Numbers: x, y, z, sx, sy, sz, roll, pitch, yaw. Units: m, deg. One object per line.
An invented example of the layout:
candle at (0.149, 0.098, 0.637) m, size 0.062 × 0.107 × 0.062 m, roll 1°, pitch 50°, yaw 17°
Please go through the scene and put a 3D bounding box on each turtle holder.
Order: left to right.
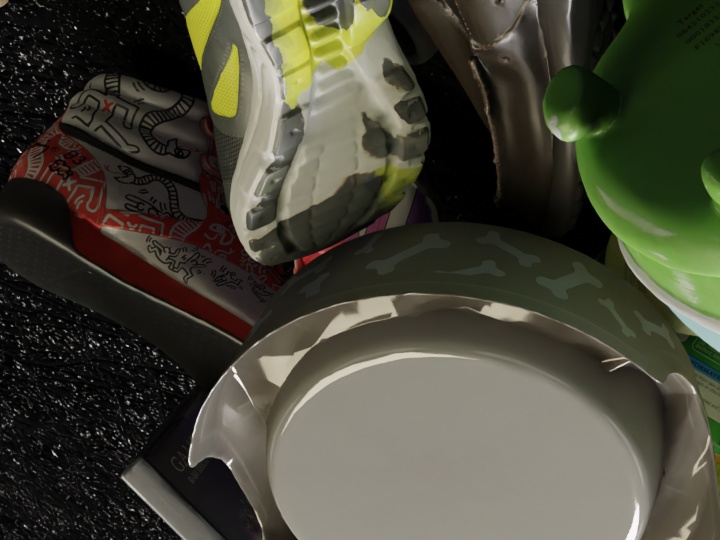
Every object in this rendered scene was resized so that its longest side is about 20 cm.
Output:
turtle holder at (0.133, -0.031, 0.735) m, size 0.185 × 0.141 × 0.132 m, roll 8°, pitch 143°, yaw 45°

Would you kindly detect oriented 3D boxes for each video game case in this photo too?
video game case at (-0.015, 0.136, 1.093) m, size 0.200 × 0.019 × 0.143 m, roll 44°, pitch -161°, yaw -2°

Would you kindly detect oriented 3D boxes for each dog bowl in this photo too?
dog bowl at (0.038, 0.067, 0.882) m, size 0.198 × 0.059 × 0.201 m, roll 6°, pitch 131°, yaw 7°

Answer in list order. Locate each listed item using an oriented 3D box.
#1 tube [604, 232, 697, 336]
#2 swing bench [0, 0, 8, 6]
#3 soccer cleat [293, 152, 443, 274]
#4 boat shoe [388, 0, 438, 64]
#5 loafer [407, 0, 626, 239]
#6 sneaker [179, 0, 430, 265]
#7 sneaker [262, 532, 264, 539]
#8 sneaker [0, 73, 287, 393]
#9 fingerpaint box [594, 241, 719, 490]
tube at (0.170, 0.005, 0.835) m, size 0.199 × 0.052 × 0.058 m, roll 5°, pitch 112°, yaw 53°
swing bench at (-0.256, -0.136, 0.999) m, size 0.129 × 0.199 × 0.200 m, roll 32°, pitch 154°, yaw 11°
soccer cleat at (0.000, 0.000, 0.971) m, size 0.201 × 0.073 × 0.068 m, roll 67°, pitch 159°, yaw 1°
boat shoe at (-0.041, -0.127, 0.883) m, size 0.199 × 0.069 × 0.072 m, roll 27°, pitch 153°, yaw 22°
loafer at (0.053, -0.096, 0.806) m, size 0.071 × 0.073 × 0.201 m, roll 12°, pitch 137°, yaw 19°
sneaker at (-0.024, -0.085, 0.815) m, size 0.085 × 0.074 × 0.201 m, roll 57°, pitch 159°, yaw 34°
sneaker at (0.019, 0.133, 1.053) m, size 0.074 × 0.089 × 0.200 m, roll -13°, pitch 146°, yaw 40°
sneaker at (-0.060, -0.009, 1.069) m, size 0.201 × 0.108 × 0.067 m, roll 31°, pitch 150°, yaw -2°
fingerpaint box at (0.167, 0.093, 0.976) m, size 0.199 × 0.073 × 0.167 m, roll 31°, pitch 153°, yaw 16°
